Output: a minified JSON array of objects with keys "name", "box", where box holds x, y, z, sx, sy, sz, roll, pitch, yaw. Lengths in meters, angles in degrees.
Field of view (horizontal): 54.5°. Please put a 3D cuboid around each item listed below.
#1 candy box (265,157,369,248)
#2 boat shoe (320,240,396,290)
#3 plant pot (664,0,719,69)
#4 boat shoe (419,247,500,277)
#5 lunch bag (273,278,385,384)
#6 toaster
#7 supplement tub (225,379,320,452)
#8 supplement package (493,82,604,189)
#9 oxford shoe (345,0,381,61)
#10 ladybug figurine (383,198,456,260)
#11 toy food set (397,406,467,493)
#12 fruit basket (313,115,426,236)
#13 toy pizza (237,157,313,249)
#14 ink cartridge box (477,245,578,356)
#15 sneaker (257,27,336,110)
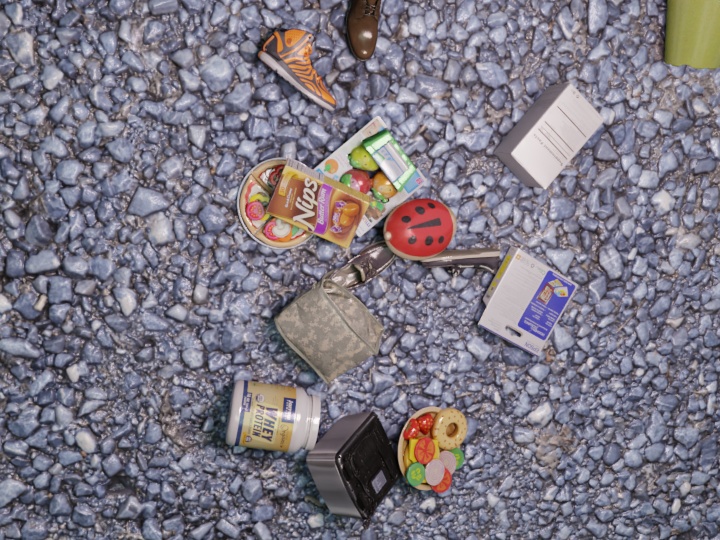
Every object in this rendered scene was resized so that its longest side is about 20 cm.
[{"name":"candy box","box":[-0.092,-0.142,1.502,0.197,0.057,0.118,23,113,-10]},{"name":"boat shoe","box":[0.000,0.000,1.585,0.198,0.065,0.073,-28,104,-3]},{"name":"plant pot","box":[0.758,-0.554,1.556,0.196,0.201,0.193,-1,114,-9]},{"name":"boat shoe","box":[0.231,-0.013,1.617,0.196,0.073,0.064,-5,105,-14]},{"name":"lunch bag","box":[-0.073,0.122,1.547,0.163,0.118,0.200,-35,107,29]},{"name":"toaster","box":[-0.012,0.456,1.609,0.200,0.117,0.183,-40,110,-46]},{"name":"supplement tub","box":[-0.197,0.330,1.576,0.196,0.144,0.147,9,99,-11]},{"name":"supplement package","box":[0.418,-0.299,1.566,0.119,0.121,0.201,40,93,-14]},{"name":"oxford shoe","box":[0.010,-0.547,1.474,0.071,0.084,0.204,0,102,-11]},{"name":"ladybug figurine","box":[0.139,-0.095,1.553,0.198,0.072,0.138,-18,89,-31]},{"name":"toy food set","box":[0.171,0.427,1.667,0.197,0.048,0.202,9,84,-34]},{"name":"fruit basket","box":[0.018,-0.203,1.537,0.199,0.094,0.186,-39,104,3]},{"name":"toy pizza","box":[-0.174,-0.146,1.546,0.196,0.032,0.204,-2,101,-9]},{"name":"ink cartridge box","box":[0.392,0.075,1.665,0.196,0.047,0.202,28,96,-21]},{"name":"sneaker","box":[-0.110,-0.435,1.479,0.199,0.078,0.113,37,94,-14]}]
